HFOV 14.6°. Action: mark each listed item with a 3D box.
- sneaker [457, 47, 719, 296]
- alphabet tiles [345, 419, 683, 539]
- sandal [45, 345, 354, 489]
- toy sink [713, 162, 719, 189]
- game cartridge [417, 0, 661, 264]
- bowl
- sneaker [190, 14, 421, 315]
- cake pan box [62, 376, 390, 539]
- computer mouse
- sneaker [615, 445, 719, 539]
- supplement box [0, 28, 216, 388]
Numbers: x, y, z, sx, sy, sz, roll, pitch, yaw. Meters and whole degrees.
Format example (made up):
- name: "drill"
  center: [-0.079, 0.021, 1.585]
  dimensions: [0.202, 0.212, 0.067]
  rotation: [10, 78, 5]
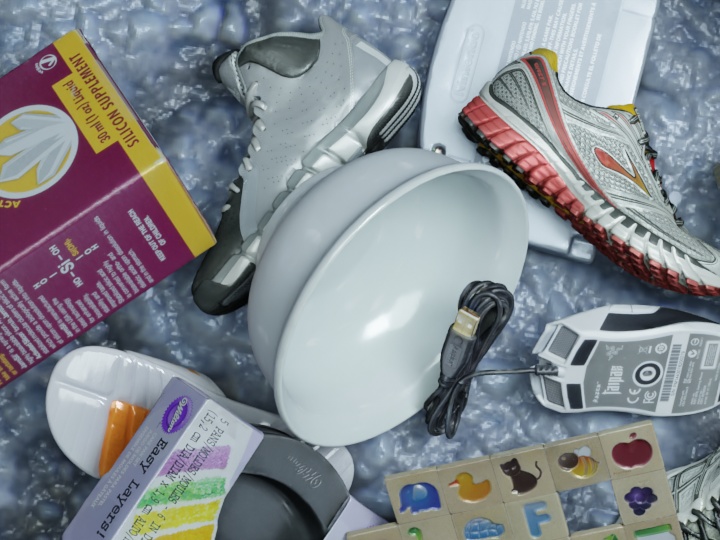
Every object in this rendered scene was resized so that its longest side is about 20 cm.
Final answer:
- name: "sneaker"
  center: [0.158, -0.058, 1.709]
  dimensions: [0.200, 0.078, 0.082]
  rotation: [40, 86, 1]
- name: "alphabet tiles"
  center: [0.099, 0.181, 1.708]
  dimensions: [0.199, 0.008, 0.168]
  rotation: [-12, 118, 10]
- name: "sandal"
  center: [-0.105, 0.103, 1.743]
  dimensions: [0.206, 0.059, 0.080]
  rotation: [21, 96, -21]
- name: "toy sink"
  center: [0.286, -0.039, 1.718]
  dimensions: [0.111, 0.130, 0.201]
  rotation: [-14, 88, -1]
- name: "game cartridge"
  center: [0.108, -0.117, 1.767]
  dimensions: [0.132, 0.040, 0.201]
  rotation: [16, 86, -4]
- name: "bowl"
  center: [0.000, 0.000, 1.693]
  dimensions: [0.201, 0.201, 0.090]
  rotation: [-48, 58, -3]
- name: "sneaker"
  center: [-0.063, -0.075, 1.750]
  dimensions: [0.115, 0.075, 0.200]
  rotation: [39, 82, 11]
- name: "cake pan box"
  center: [-0.092, 0.186, 1.690]
  dimensions: [0.184, 0.052, 0.201]
  rotation: [39, 83, -37]
- name: "computer mouse"
  center: [0.140, 0.054, 1.739]
  dimensions: [0.199, 0.044, 0.110]
  rotation: [1, 122, -15]
- name: "sneaker"
  center: [0.224, 0.144, 1.727]
  dimensions: [0.200, 0.088, 0.076]
  rotation: [-45, 90, -1]
- name: "supplement box"
  center: [-0.210, -0.029, 1.698]
  dimensions: [0.199, 0.103, 0.131]
  rotation: [-35, 56, -3]
